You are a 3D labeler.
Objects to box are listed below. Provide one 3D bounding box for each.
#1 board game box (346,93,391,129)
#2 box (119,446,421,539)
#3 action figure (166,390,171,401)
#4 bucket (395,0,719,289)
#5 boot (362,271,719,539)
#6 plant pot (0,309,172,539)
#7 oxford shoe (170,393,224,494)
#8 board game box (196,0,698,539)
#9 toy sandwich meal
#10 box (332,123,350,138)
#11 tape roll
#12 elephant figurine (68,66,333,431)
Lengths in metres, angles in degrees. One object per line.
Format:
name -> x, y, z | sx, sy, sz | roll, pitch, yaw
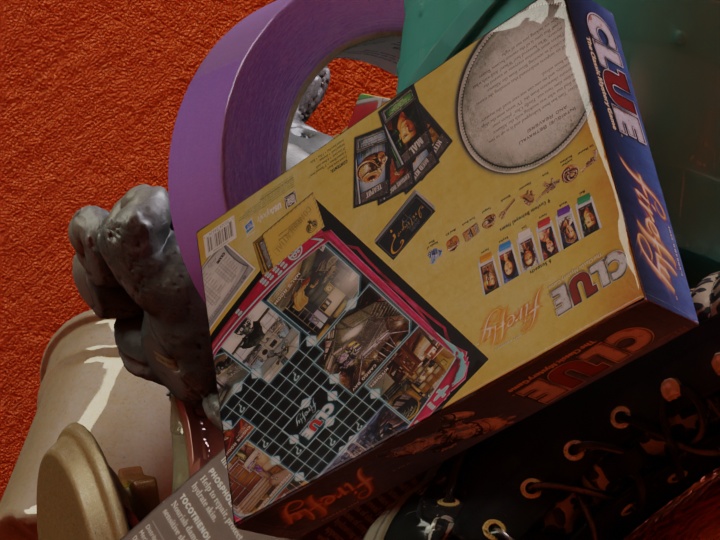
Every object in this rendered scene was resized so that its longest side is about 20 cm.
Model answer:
board game box -> 0.000, 0.000, 1.029 | 0.095, 0.030, 0.202 | 18, 89, 53
box -> -0.013, 0.111, 0.806 | 0.200, 0.100, 0.075 | -40, 48, 2
action figure -> -0.083, 0.083, 1.100 | 0.118, 0.054, 0.202 | 17, 87, 64
bucket -> 0.104, -0.059, 0.779 | 0.207, 0.206, 0.136 | 153, 131, -69
boot -> 0.084, 0.077, 0.645 | 0.153, 0.074, 0.204 | -35, 9, 28
plant pot -> -0.175, 0.161, 1.282 | 0.200, 0.200, 0.184 | -37, 19, 39
oxford shoe -> -0.082, 0.106, 0.989 | 0.201, 0.070, 0.074 | -95, 27, -55
board game box -> 0.023, 0.001, 0.674 | 0.199, 0.034, 0.136 | -31, 54, 33
toy sandwich meal -> -0.127, 0.174, 0.983 | 0.070, 0.207, 0.205 | -9, -7, -22
box -> -0.031, 0.025, 1.111 | 0.163, 0.021, 0.202 | -37, 47, 47
tape roll -> 0.009, -0.043, 0.874 | 0.200, 0.201, 0.066 | -44, 16, -24
elephant figurine -> -0.045, -0.024, 0.960 | 0.199, 0.156, 0.141 | -31, 11, -25
